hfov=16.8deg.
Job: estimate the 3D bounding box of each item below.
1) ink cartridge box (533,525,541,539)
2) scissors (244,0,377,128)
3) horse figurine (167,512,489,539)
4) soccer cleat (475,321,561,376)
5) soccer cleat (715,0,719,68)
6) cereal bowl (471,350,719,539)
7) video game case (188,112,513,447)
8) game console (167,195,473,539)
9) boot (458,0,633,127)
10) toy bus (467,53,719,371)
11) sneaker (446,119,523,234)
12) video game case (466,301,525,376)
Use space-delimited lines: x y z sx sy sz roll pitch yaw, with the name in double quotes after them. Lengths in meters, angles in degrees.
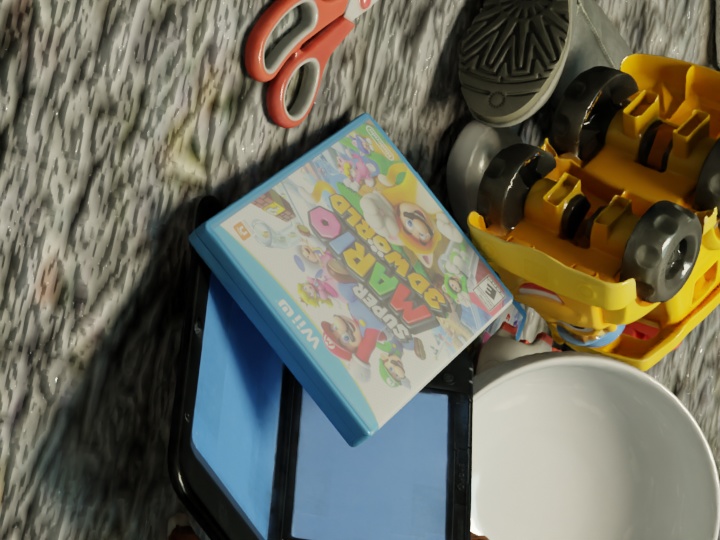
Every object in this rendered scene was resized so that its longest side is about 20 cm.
0.117 0.244 1.612 0.145 0.087 0.201 21 86 -36 "ink cartridge box"
-0.006 -0.158 1.410 0.200 0.014 0.073 -50 137 -37 "scissors"
-0.010 0.143 1.376 0.050 0.199 0.133 126 -21 -48 "horse figurine"
0.127 0.105 1.608 0.200 0.069 0.078 41 69 -48 "soccer cleat"
0.301 -0.192 1.861 0.085 0.068 0.200 -59 148 -38 "soccer cleat"
0.115 0.144 1.496 0.083 0.199 0.201 -148 -115 -77 "cereal bowl"
0.000 0.000 1.362 0.143 0.018 0.200 52 34 -1 "video game case"
-0.016 0.077 1.311 0.117 0.175 0.201 105 -9 -48 "game console"
0.133 -0.118 1.603 0.200 0.072 0.182 66 39 -52 "boot"
0.166 -0.007 1.517 0.200 0.135 0.193 -42 144 -34 "toy bus"
0.125 -0.037 1.601 0.200 0.084 0.073 43 64 -53 "sneaker"
0.041 0.046 1.536 0.200 0.018 0.144 49 58 -53 "video game case"
